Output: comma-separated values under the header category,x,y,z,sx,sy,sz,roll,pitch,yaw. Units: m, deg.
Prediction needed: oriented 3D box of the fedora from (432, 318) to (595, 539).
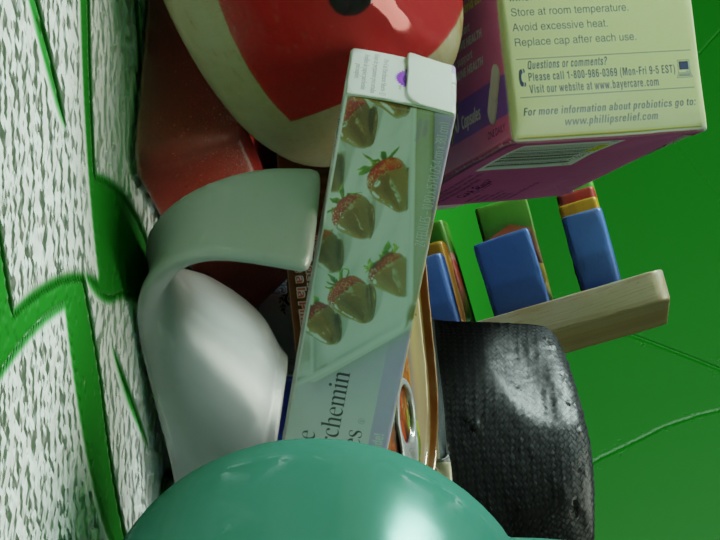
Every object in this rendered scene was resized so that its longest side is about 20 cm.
category,x,y,z,sx,sy,sz,roll,pitch,yaw
fedora,0.064,0.097,1.101,0.201,0.091,0.202,-6,90,-88

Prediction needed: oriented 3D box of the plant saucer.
category,x,y,z,sx,sy,sz,roll,pitch,yaw
plant saucer,-0.047,-0.099,0.927,0.200,0.036,0.201,73,20,-71

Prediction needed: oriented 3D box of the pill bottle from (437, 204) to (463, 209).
category,x,y,z,sx,sy,sz,roll,pitch,yaw
pill bottle,0.036,-0.138,1.278,0.201,0.110,0.112,82,11,-50

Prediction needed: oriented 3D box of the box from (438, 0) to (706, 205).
category,x,y,z,sx,sy,sz,roll,pitch,yaw
box,0.074,-0.145,1.089,0.176,0.096,0.202,156,-71,-72

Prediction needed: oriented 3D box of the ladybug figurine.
category,x,y,z,sx,sy,sz,roll,pitch,yaw
ladybug figurine,-0.019,-0.130,0.811,0.201,0.071,0.136,63,39,-31

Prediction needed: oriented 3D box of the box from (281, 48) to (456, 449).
category,x,y,z,sx,sy,sz,roll,pitch,yaw
box,-0.002,0.019,0.819,0.042,0.038,0.201,-82,-178,-61

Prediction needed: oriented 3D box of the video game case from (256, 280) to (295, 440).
category,x,y,z,sx,sy,sz,roll,pitch,yaw
video game case,-0.018,0.055,1.091,0.182,0.045,0.201,-83,174,-46

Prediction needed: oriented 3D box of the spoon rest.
category,x,y,z,sx,sy,sz,roll,pitch,yaw
spoon rest,-0.055,0.029,0.858,0.200,0.060,0.100,104,-6,-56

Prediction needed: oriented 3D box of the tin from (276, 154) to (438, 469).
category,x,y,z,sx,sy,sz,roll,pitch,yaw
tin,0.000,0.000,0.939,0.112,0.042,0.202,-10,95,-72

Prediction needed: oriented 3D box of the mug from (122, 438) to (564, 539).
category,x,y,z,sx,sy,sz,roll,pitch,yaw
mug,0.001,0.135,0.749,0.115,0.184,0.153,-87,-167,-58

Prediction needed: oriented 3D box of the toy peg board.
category,x,y,z,sx,sy,sz,roll,pitch,yaw
toy peg board,0.071,0.006,1.334,0.199,0.198,0.099,36,38,-81
